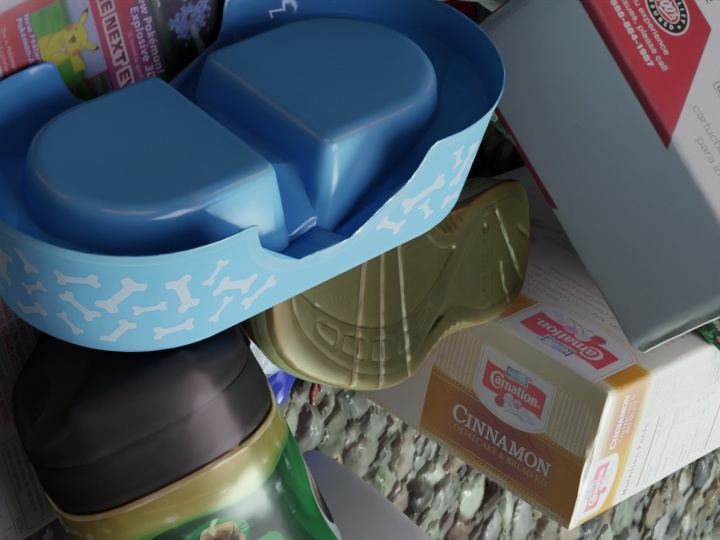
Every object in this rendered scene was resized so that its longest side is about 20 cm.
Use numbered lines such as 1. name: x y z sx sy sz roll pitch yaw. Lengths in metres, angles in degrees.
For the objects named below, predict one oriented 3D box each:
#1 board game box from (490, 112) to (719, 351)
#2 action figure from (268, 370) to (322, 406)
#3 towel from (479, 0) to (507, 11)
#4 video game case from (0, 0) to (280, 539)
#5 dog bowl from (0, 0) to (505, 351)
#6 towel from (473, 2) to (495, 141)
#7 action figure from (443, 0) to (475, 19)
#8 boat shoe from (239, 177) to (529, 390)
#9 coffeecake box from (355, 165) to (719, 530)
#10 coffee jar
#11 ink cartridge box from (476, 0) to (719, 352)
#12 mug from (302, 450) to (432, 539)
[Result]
1. board game box: 0.131 -0.045 0.955 0.023 0.200 0.105 -44 -179 41
2. action figure: -0.039 0.026 0.908 0.201 0.065 0.052 -60 178 -16
3. towel: 0.132 -0.127 0.955 0.199 0.024 0.147 33 59 -19
4. video game case: -0.103 -0.014 0.775 0.182 0.023 0.201 -33 128 -29
5. dog bowl: -0.041 -0.037 0.734 0.199 0.111 0.050 -26 138 -33
6. towel: 0.076 -0.166 1.005 0.143 0.023 0.201 -32 127 -41
7. action figure: -0.026 -0.079 0.884 0.200 0.052 0.066 -40 137 -32
8. boat shoe: 0.000 -0.003 0.836 0.200 0.063 0.074 -24 118 -59
9. coffeecake box: 0.103 0.021 1.000 0.199 0.153 0.073 -20 132 -45
10. coffee jar: -0.047 0.105 0.763 0.085 0.104 0.201 -26 111 -6
11. ink cartridge box: 0.161 -0.081 0.891 0.200 0.083 0.147 -31 90 -36
12. mug: -0.013 0.206 0.910 0.175 0.200 0.148 -45 172 -12
